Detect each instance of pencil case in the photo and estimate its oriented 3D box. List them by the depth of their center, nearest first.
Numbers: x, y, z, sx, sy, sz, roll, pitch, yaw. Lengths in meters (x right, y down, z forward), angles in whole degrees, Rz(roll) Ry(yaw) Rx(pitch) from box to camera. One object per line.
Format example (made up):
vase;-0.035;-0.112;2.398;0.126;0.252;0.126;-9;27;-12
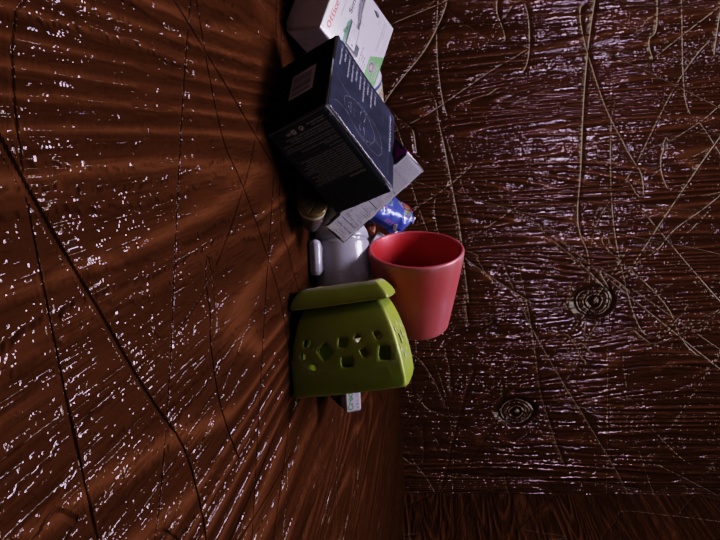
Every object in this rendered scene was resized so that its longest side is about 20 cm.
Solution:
pencil case;0.030;-0.143;1.280;0.200;0.078;0.087;25;47;-40

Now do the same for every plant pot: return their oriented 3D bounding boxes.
plant pot;-0.016;0.112;1.048;0.200;0.198;0.182;-2;84;-82
plant pot;0.115;0.033;1.206;0.201;0.200;0.178;-76;165;-65

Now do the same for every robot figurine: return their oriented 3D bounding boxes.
robot figurine;-0.037;-0.024;1.202;0.169;0.113;0.201;1;83;-46

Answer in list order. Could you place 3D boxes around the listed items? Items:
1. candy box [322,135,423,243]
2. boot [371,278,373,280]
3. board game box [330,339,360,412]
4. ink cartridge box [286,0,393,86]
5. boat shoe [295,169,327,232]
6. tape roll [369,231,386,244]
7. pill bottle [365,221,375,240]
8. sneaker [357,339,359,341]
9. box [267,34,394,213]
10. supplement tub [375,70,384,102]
candy box;0.005;-0.164;1.090;0.061;0.200;0.136;42;13;-38
boot;0.009;0.076;1.336;0.071;0.201;0.144;57;-31;-10
board game box;-0.041;0.180;1.218;0.126;0.034;0.201;-168;-107;-68
ink cartridge box;-0.035;-0.461;1.109;0.200;0.084;0.147;30;75;-56
boat shoe;-0.090;-0.157;1.068;0.065;0.073;0.200;108;-10;-49
tape roll;0.000;0.000;1.361;0.203;0.037;0.203;-55;-178;3
pill bottle;-0.011;-0.178;1.362;0.110;0.109;0.201;-72;168;-69
sneaker;-0.007;0.143;1.372;0.200;0.075;0.077;-36;100;-54
box;-0.040;-0.245;0.988;0.197;0.124;0.200;45;36;-39
supplement tub;-0.013;-0.381;1.385;0.200;0.144;0.145;79;11;-48
